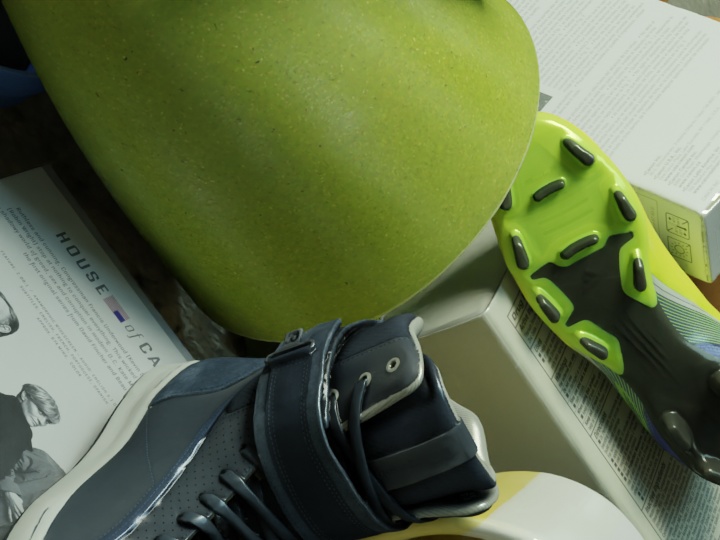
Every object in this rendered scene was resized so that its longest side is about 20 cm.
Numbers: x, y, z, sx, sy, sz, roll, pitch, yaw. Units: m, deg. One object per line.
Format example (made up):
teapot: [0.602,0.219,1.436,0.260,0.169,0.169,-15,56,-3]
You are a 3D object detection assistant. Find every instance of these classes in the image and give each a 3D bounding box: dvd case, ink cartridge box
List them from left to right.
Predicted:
dvd case: [-0.132,0.041,0.876,0.150,0.025,0.200,54,27,5]
ink cartridge box: [0.107,-0.079,1.100,0.200,0.109,0.050,24,-32,31]

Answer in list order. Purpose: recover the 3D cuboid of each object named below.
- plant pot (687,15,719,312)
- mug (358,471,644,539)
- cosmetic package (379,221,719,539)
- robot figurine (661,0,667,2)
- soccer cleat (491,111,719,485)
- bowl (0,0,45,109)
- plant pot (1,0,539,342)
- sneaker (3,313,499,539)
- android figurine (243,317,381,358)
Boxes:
plant pot: [0.162,-0.032,1.173,0.140,0.199,0.200,77,1,-48]
mug: [0.046,0.132,0.914,0.187,0.149,0.153,58,19,-1]
cosmetic package: [0.096,0.074,1.069,0.200,0.073,0.104,54,37,-20]
robot figurine: [0.116,-0.143,1.287,0.058,0.200,0.145,49,28,-4]
soccer cleat: [0.115,0.011,1.028,0.200,0.065,0.084,51,8,-18]
bowl: [-0.195,-0.153,1.000,0.200,0.039,0.201,37,31,-26]
plant pot: [-0.056,-0.102,0.942,0.200,0.187,0.188,44,25,-43]
sneaker: [-0.036,0.089,0.798,0.077,0.146,0.203,63,32,-28]
android figurine: [0.000,0.000,1.112,0.182,0.041,0.200,43,30,-15]
